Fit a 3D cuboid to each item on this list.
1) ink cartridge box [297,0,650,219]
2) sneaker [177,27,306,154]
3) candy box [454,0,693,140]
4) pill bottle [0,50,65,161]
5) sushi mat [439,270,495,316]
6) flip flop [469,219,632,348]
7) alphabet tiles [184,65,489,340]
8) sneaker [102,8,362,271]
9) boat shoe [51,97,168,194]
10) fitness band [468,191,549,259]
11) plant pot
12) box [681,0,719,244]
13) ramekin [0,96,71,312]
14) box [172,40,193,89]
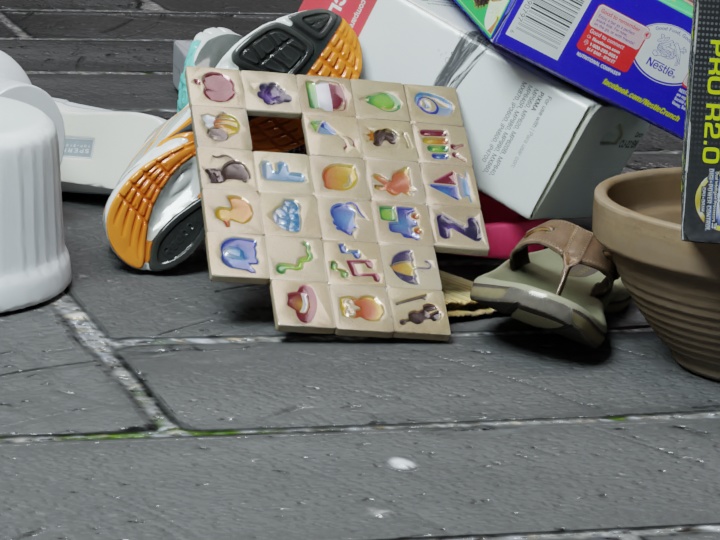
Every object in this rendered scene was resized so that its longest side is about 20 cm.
[{"bbox_3d":[0.067,-0.114,1.765,0.199,0.084,0.144,31,12,18],"label":"ink cartridge box"},{"bbox_3d":[-0.047,-0.110,1.818,0.091,0.078,0.200,12,4,26],"label":"sneaker"},{"bbox_3d":[0.138,-0.166,1.748,0.169,0.077,0.200,25,12,-22],"label":"candy box"},{"bbox_3d":[-0.282,-0.096,1.787,0.199,0.113,0.112,15,18,41],"label":"pill bottle"},{"bbox_3d":[0.000,0.000,1.674,0.095,0.012,0.200,-6,17,-36],"label":"sushi mat"},{"bbox_3d":[0.118,-0.001,1.594,0.081,0.058,0.200,21,15,15],"label":"flip flop"},{"bbox_3d":[-0.010,-0.039,1.605,0.166,0.008,0.201,4,47,-15],"label":"alphabet tiles"},{"bbox_3d":[-0.086,-0.086,1.706,0.200,0.076,0.092,-43,16,-9],"label":"sneaker"},{"bbox_3d":[-0.195,-0.084,1.871,0.199,0.072,0.068,2,-10,24],"label":"boat shoe"},{"bbox_3d":[0.022,-0.040,1.769,0.199,0.038,0.143,14,6,30],"label":"fitness band"},{"bbox_3d":[0.223,0.007,1.535,0.200,0.093,0.201,4,14,-1],"label":"plant pot"},{"bbox_3d":[0.195,-0.112,1.483,0.044,0.161,0.200,3,12,6],"label":"box"},{"bbox_3d":[-0.263,-0.044,1.606,0.199,0.098,0.201,4,13,-1],"label":"ramekin"},{"bbox_3d":[-0.058,-0.144,2.200,0.155,0.041,0.200,1,15,-12],"label":"box"}]
